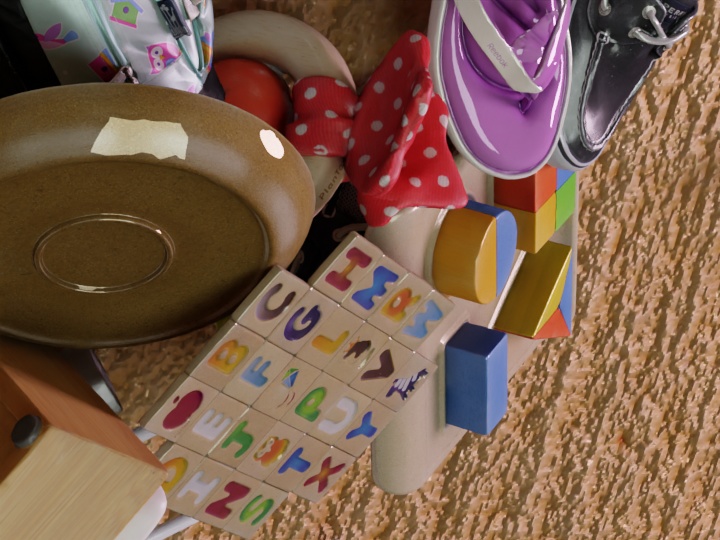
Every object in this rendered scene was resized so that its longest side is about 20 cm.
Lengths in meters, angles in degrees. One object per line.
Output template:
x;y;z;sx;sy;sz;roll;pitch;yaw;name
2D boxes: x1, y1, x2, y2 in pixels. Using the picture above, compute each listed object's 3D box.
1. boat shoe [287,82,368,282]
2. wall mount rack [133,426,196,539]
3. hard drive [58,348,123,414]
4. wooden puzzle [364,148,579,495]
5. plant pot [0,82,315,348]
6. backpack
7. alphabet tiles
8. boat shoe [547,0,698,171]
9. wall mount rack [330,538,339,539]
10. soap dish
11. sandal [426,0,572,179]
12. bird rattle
0.000;0.000;1.354;0.074;0.093;0.201;9;115;-31;boat shoe
-0.126;0.152;1.360;0.074;0.174;0.201;17;148;11;wall mount rack
-0.219;0.107;1.290;0.199;0.132;0.026;-33;102;-5;hard drive
0.075;0.007;1.370;0.200;0.046;0.186;-41;139;-44;wooden puzzle
-0.118;-0.016;1.130;0.198;0.028;0.201;-4;148;-2;plant pot
-0.142;-0.149;1.165;0.126;0.167;0.201;-30;119;-18;backpack
-0.031;0.062;1.230;0.167;0.006;0.200;-48;152;5;alphabet tiles
0.148;-0.147;1.319;0.072;0.068;0.201;13;97;-50;boat shoe
-0.058;0.256;1.497;0.199;0.075;0.175;-14;125;-17;wall mount rack
-0.196;0.127;1.148;0.200;0.157;0.081;-49;126;-2;soap dish
0.077;-0.140;1.256;0.082;0.050;0.204;-9;111;-19;sandal
-0.051;-0.064;1.243;0.200;0.163;0.112;-44;150;16;bird rattle
